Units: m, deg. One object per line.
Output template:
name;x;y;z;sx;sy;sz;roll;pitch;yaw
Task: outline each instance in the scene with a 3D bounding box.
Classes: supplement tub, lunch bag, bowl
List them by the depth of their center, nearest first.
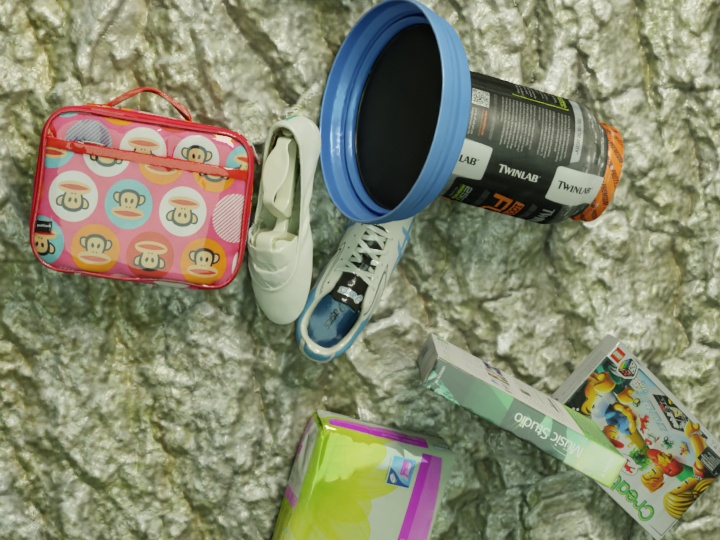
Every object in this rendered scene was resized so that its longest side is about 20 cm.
bowl;0.029;-0.140;0.912;0.039;0.200;0.203;6;99;-32
lunch bag;-0.198;-0.079;0.938;0.197;0.082;0.179;8;94;-14
supplement tub;0.142;-0.117;0.973;0.198;0.123;0.124;13;97;-12

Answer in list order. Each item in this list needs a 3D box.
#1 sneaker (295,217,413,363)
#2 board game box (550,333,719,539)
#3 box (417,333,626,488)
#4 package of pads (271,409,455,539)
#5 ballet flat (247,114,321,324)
sneaker;0.000;0.000;0.991;0.071;0.072;0.202;26;92;-12
board game box;0.296;0.182;1.097;0.200;0.035;0.126;43;90;-14
box;0.150;0.132;0.984;0.198;0.144;0.037;27;95;-1
package of pads;-0.006;0.254;1.033;0.153;0.068;0.202;15;96;-13
ballet flat;-0.079;-0.049;0.962;0.069;0.069;0.203;6;94;-12
